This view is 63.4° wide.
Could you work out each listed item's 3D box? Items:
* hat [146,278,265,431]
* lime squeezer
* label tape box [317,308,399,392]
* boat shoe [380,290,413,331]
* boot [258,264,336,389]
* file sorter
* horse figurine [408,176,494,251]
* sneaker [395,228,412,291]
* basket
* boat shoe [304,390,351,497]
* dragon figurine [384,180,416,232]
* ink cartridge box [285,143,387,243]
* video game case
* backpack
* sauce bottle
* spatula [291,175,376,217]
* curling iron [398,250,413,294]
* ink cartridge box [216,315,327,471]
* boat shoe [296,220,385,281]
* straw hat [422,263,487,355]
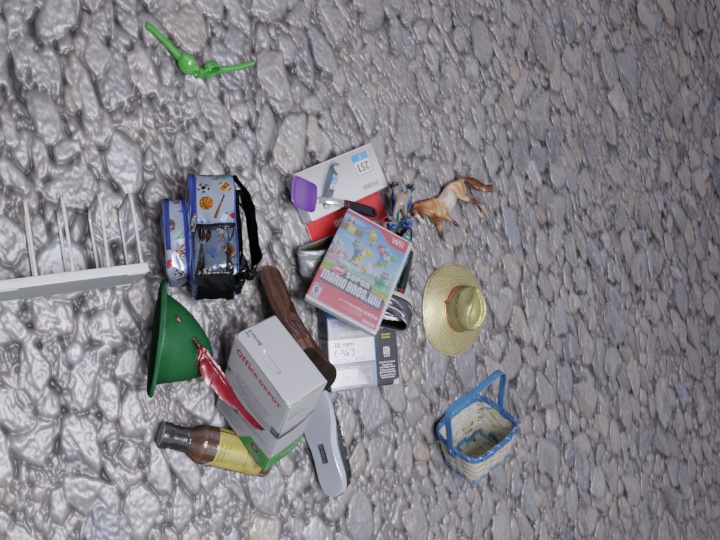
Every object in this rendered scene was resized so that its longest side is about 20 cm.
[{"bbox_3d":[-0.238,0.126,0.920,0.172,0.165,0.206,8,90,-22],"label":"hat"},{"bbox_3d":[-0.281,-0.370,1.033,0.196,0.038,0.072,10,50,-30],"label":"lime squeezer"},{"bbox_3d":[-0.006,0.121,1.120,0.140,0.063,0.206,-3,88,-20],"label":"label tape box"},{"bbox_3d":[0.004,0.060,1.067,0.195,0.074,0.064,17,39,-8],"label":"boat shoe"},{"bbox_3d":[-0.118,0.103,1.042,0.063,0.201,0.188,-27,144,-11],"label":"boot"},{"bbox_3d":[-0.427,-0.036,0.848,0.196,0.138,0.128,-8,86,-31],"label":"file sorter"},{"bbox_3d":[0.207,-0.143,1.290,0.133,0.050,0.200,46,72,-1],"label":"horse figurine"},{"bbox_3d":[0.049,-0.027,1.170,0.085,0.076,0.202,13,42,10],"label":"sneaker"},{"bbox_3d":[0.238,0.324,1.210,0.174,0.138,0.205,-23,128,-31],"label":"basket"},{"bbox_3d":[-0.062,0.313,1.089,0.056,0.067,0.206,0,77,-65],"label":"boat shoe"},{"bbox_3d":[0.079,-0.122,1.170,0.057,0.200,0.103,8,94,2],"label":"dragon figurine"},{"bbox_3d":[-0.029,-0.134,1.155,0.197,0.044,0.180,-28,100,-30],"label":"ink cartridge box"},{"bbox_3d":[0.000,0.000,1.055,0.140,0.018,0.203,27,61,-4],"label":"video game case"},{"bbox_3d":[-0.247,-0.057,0.943,0.150,0.199,0.196,6,77,-20],"label":"backpack"},{"bbox_3d":[-0.240,0.295,0.976,0.197,0.064,0.066,24,74,-26],"label":"sauce bottle"},{"bbox_3d":[-0.047,-0.128,1.104,0.196,0.020,0.058,11,79,-32],"label":"spatula"},{"bbox_3d":[0.073,0.047,1.211,0.049,0.025,0.204,33,70,-22],"label":"curling iron"},{"bbox_3d":[-0.146,0.197,0.931,0.083,0.202,0.146,-25,62,-40],"label":"ink cartridge box"},{"bbox_3d":[-0.032,-0.050,1.109,0.199,0.074,0.066,-26,129,-23],"label":"boat shoe"},{"bbox_3d":[0.231,0.084,1.270,0.196,0.084,0.207,3,84,-31],"label":"straw hat"}]
